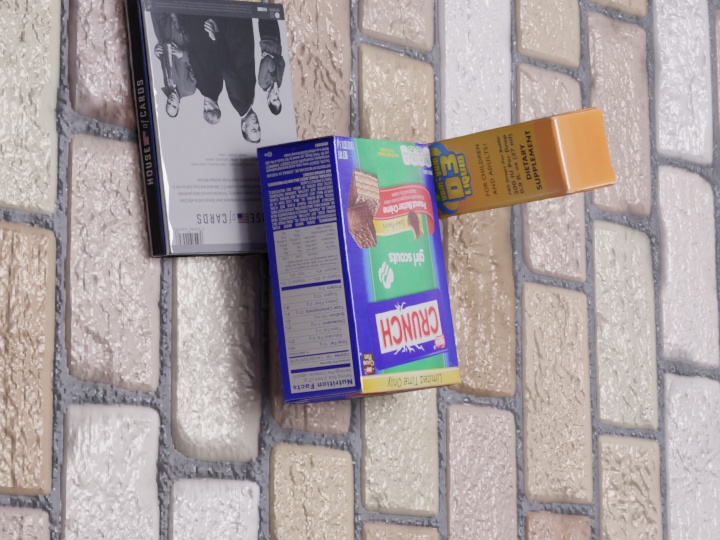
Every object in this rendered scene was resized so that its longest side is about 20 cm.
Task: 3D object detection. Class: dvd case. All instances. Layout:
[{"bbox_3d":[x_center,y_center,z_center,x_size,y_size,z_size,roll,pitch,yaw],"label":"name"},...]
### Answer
[{"bbox_3d":[-0.109,-0.111,1.740,0.150,0.025,0.200,-2,85,-45],"label":"dvd case"}]

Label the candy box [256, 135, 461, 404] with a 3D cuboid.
[{"bbox_3d":[0.000,0.000,1.766,0.169,0.077,0.200,-1,85,-62],"label":"candy box"}]

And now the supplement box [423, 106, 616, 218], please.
[{"bbox_3d":[0.109,-0.082,1.828,0.069,0.200,0.067,-14,93,-42],"label":"supplement box"}]
